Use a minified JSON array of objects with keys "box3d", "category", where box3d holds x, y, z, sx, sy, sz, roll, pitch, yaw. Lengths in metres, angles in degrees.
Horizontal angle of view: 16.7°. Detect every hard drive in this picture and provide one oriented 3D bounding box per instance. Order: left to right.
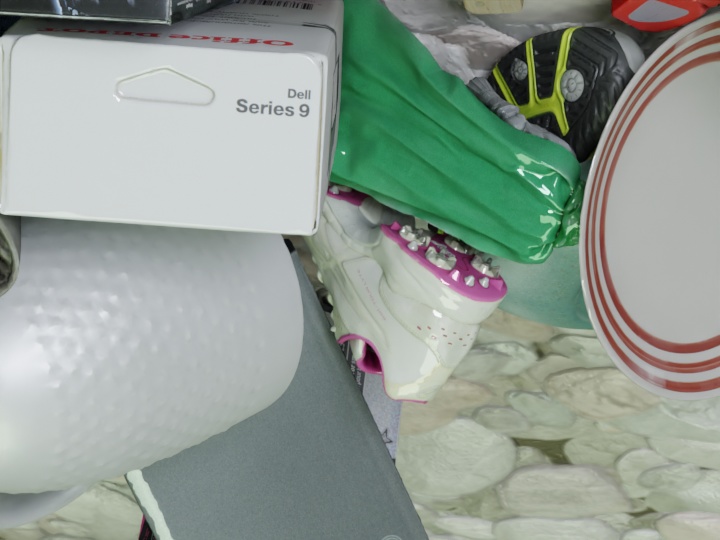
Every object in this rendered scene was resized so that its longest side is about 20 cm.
[{"box3d":[-0.061,0.099,1.370,0.139,0.033,0.200,-25,111,-2],"category":"hard drive"}]

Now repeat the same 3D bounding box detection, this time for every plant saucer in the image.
[{"box3d":[0.158,-0.012,1.322,0.200,0.039,0.201,-15,154,-7],"category":"plant saucer"}]

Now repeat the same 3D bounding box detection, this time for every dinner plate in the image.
[{"box3d":[0.177,-0.033,1.230,0.024,0.200,0.200,17,164,49],"category":"dinner plate"}]

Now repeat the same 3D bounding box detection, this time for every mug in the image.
[{"box3d":[-0.147,0.052,1.222,0.148,0.175,0.200,42,133,24],"category":"mug"}]

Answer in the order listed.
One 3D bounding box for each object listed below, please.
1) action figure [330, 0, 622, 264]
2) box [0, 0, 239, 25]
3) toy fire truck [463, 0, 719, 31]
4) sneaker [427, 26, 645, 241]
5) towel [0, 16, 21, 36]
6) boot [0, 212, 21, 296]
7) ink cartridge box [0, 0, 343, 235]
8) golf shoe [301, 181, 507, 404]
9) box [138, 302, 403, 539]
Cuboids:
[{"box3d":[0.045,-0.062,1.244,0.200,0.055,0.118,30,119,18],"category":"action figure"},{"box3d":[-0.141,-0.161,1.082,0.163,0.086,0.200,4,-170,6],"category":"box"},{"box3d":[0.069,-0.160,1.170,0.200,0.049,0.141,24,146,-24],"category":"toy fire truck"},{"box3d":[0.104,-0.067,1.308,0.076,0.076,0.200,-8,156,-29],"category":"sneaker"},{"box3d":[-0.249,-0.132,1.268,0.199,0.049,0.112,9,131,-2],"category":"towel"},{"box3d":[-0.222,-0.081,1.143,0.182,0.200,0.073,36,113,-12],"category":"boot"},{"box3d":[-0.084,-0.080,1.139,0.145,0.200,0.084,3,104,1],"category":"ink cartridge box"},{"box3d":[0.000,0.000,1.320,0.075,0.200,0.092,11,108,-31],"category":"golf shoe"},{"box3d":[-0.053,0.126,1.511,0.132,0.200,0.115,18,148,-16],"category":"box"}]
